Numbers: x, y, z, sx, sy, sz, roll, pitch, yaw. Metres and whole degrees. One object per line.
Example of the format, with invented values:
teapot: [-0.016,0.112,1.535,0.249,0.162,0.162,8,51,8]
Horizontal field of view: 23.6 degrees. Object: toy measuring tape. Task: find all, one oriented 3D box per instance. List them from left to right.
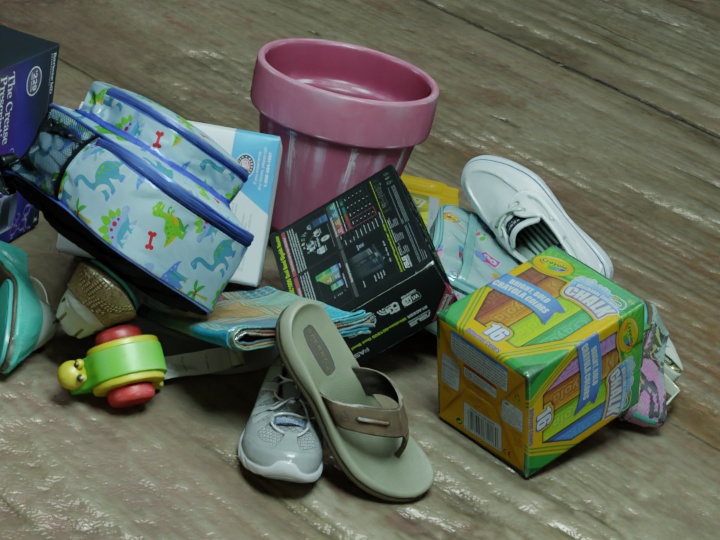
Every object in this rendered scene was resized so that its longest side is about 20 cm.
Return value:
toy measuring tape: [-0.174,0.080,1.527,0.198,0.074,0.073,-6,30,-37]

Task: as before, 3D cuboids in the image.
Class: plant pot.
plant pot: [-0.030,-0.133,1.861,0.198,0.181,0.200,11,23,-5]

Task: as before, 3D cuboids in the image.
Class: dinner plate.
dinner plate: [-0.163,0.043,1.679,0.198,0.025,0.201,10,24,-4]

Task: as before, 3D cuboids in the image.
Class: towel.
towel: [-0.099,0.040,1.556,0.145,0.022,0.199,-7,11,-31]

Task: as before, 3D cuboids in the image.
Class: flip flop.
flip flop: [0.002,0.109,1.454,0.057,0.201,0.081,-23,12,40]

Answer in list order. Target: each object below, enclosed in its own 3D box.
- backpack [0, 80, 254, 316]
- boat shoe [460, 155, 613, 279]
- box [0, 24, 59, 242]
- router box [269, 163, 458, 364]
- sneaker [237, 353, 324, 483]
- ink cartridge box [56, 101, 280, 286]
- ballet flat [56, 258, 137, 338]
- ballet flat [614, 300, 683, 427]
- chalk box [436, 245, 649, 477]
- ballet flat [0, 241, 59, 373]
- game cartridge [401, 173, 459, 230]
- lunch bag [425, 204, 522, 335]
backpack: [-0.187,-0.066,1.517,0.200,0.148,0.183,35,1,44]
boat shoe: [0.172,-0.049,1.759,0.200,0.074,0.067,39,26,22]
box: [-0.375,-0.126,1.722,0.078,0.202,0.141,17,25,11]
router box: [0.000,0.000,1.685,0.149,0.062,0.201,-29,33,7]
sneaker: [-0.064,0.114,1.495,0.074,0.083,0.200,9,24,-6]
ink cartridge box: [-0.186,-0.074,1.713,0.198,0.149,0.146,10,1,-2]
ballet flat: [-0.238,0.034,1.541,0.071,0.065,0.200,45,-9,0]
ballet flat: [0.290,0.101,1.737,0.071,0.069,0.200,31,28,-3]
chalk box: [0.181,0.071,1.594,0.199,0.125,0.124,-30,44,-31]
ballet flat: [-0.312,0.031,1.581,0.070,0.068,0.200,16,22,-29]
game cartridge: [0.028,-0.073,2.018,0.174,0.033,0.200,12,25,-1]
lunch bag: [0.126,0.014,1.769,0.159,0.077,0.200,30,23,-7]
